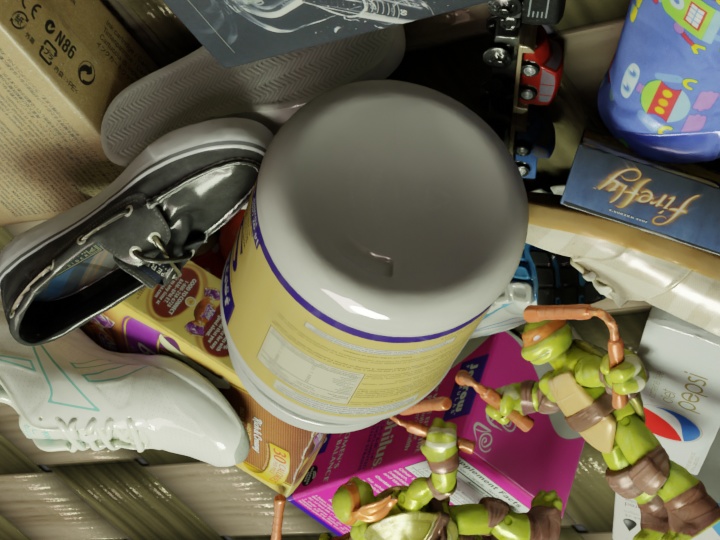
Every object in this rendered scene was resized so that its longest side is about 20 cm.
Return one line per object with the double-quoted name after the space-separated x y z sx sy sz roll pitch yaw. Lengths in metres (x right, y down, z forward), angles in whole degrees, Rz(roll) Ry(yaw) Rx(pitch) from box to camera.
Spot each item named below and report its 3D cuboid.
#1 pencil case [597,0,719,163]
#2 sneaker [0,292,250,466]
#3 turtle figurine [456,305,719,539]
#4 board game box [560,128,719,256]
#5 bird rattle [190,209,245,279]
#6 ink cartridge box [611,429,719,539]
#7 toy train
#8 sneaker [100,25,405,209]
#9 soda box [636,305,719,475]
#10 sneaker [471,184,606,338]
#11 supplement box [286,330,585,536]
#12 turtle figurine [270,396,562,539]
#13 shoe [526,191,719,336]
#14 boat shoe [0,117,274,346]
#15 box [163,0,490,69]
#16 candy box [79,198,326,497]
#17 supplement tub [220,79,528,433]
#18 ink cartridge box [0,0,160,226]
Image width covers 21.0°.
0.173 -0.128 0.943 0.087 0.078 0.200 43 153 19 "pencil case"
-0.161 0.084 1.196 0.200 0.080 0.071 22 145 19 "sneaker"
0.136 0.085 1.124 0.161 0.064 0.200 55 154 -1 "turtle figurine"
0.208 -0.026 1.043 0.199 0.035 0.135 19 -171 5 "board game box"
-0.061 -0.009 1.277 0.200 0.113 0.163 23 139 23 "bird rattle"
0.240 0.185 1.377 0.116 0.068 0.200 13 147 14 "ink cartridge box"
0.089 -0.113 1.062 0.046 0.034 0.200 5 145 3 "toy train"
-0.040 -0.096 1.140 0.200 0.074 0.115 -18 154 29 "sneaker"
0.199 0.053 1.179 0.063 0.068 0.200 19 156 10 "soda box"
0.103 -0.002 1.198 0.200 0.075 0.087 -18 170 32 "sneaker"
0.055 0.126 1.368 0.103 0.101 0.200 38 143 -24 "supplement box"
0.047 0.152 1.223 0.161 0.065 0.200 14 136 -30 "turtle figurine"
0.167 0.007 1.048 0.199 0.054 0.070 20 -171 12 "shoe"
-0.128 -0.016 1.109 0.200 0.066 0.070 -26 141 21 "boat shoe"
-0.041 -0.212 0.922 0.182 0.104 0.200 -10 136 38 "box"
-0.107 0.051 1.228 0.200 0.057 0.117 30 149 5 "candy box"
0.000 0.000 1.082 0.145 0.146 0.200 23 153 -2 "supplement tub"
-0.221 -0.119 1.192 0.164 0.075 0.200 -3 142 36 "ink cartridge box"
